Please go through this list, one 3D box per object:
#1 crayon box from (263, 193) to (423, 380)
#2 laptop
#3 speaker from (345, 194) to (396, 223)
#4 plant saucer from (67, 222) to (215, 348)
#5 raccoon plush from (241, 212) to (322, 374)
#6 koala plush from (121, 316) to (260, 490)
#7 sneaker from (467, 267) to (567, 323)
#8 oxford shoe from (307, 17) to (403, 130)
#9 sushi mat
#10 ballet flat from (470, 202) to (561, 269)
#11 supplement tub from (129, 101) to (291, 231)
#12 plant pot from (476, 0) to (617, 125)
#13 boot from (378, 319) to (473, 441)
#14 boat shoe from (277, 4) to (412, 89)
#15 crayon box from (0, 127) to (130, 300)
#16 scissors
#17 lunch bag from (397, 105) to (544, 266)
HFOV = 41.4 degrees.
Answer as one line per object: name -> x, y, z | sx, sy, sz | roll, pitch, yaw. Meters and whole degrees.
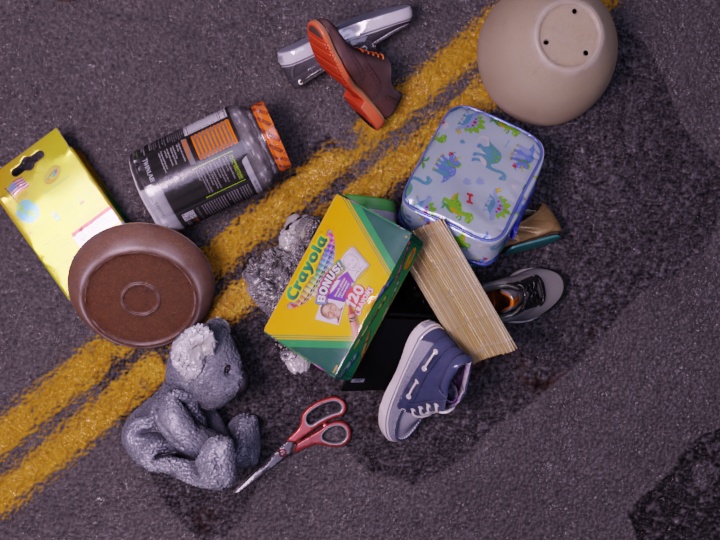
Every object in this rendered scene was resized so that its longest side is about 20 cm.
crayon box -> -0.021, 0.021, 1.203 | 0.118, 0.058, 0.202 | 29, 91, 23
laptop -> 0.049, 0.053, 1.310 | 0.176, 0.103, 0.203 | 5, 68, -44
speaker -> 0.000, 0.000, 1.321 | 0.087, 0.088, 0.204 | 8, 92, -3
plant saucer -> -0.295, 0.031, 1.284 | 0.197, 0.035, 0.203 | -3, 122, -5
raccoon plush -> -0.067, 0.021, 1.289 | 0.133, 0.097, 0.202 | -27, 90, 27
koala plush -> -0.220, 0.162, 1.277 | 0.181, 0.177, 0.203 | 12, 95, 7
sneaker -> 0.214, 0.040, 1.316 | 0.198, 0.079, 0.075 | -13, 91, -30
oxford shoe -> -0.006, -0.277, 1.278 | 0.073, 0.200, 0.071 | -44, 52, -2
sushi mat -> 0.123, 0.031, 1.246 | 0.012, 0.095, 0.202 | -37, 99, -41
ballet flat -> 0.187, -0.044, 1.333 | 0.197, 0.069, 0.064 | -18, 80, -20
supplement tub -> -0.200, -0.143, 1.287 | 0.198, 0.123, 0.124 | -25, 93, -2
plant pot -> 0.267, -0.306, 1.300 | 0.197, 0.134, 0.204 | 0, 93, -3
boot -> 0.087, 0.174, 1.290 | 0.072, 0.090, 0.202 | -12, 130, -35
boat shoe -> -0.015, -0.307, 1.323 | 0.198, 0.070, 0.067 | -23, 113, -5
crayon box -> -0.403, -0.077, 1.314 | 0.126, 0.051, 0.201 | -34, 94, -1
scissors -> -0.105, 0.247, 1.362 | 0.198, 0.014, 0.074 | -24, 95, -1
lunch bag -> 0.152, -0.113, 1.284 | 0.159, 0.083, 0.201 | 24, 62, 10
